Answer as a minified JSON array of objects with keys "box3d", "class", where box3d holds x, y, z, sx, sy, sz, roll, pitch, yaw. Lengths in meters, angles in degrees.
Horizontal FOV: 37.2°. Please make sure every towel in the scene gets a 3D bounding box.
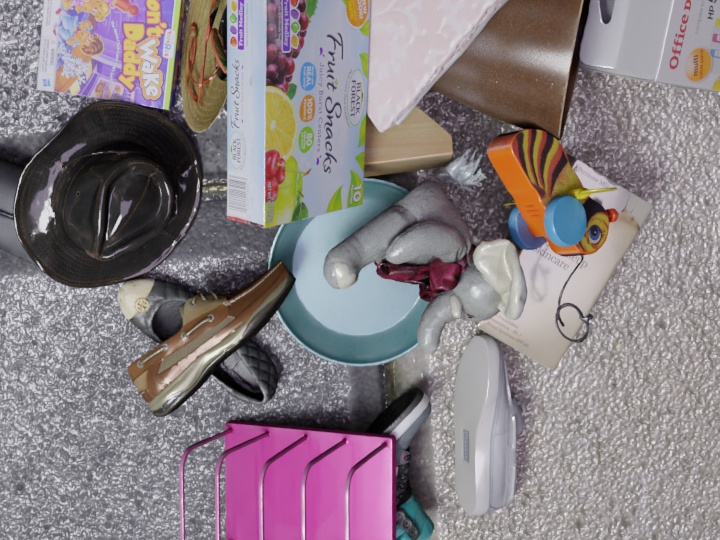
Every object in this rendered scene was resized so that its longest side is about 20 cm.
[{"box3d":[0.030,-0.261,0.969,0.200,0.032,0.192,-44,74,35],"class":"towel"}]

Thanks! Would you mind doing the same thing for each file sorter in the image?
[{"box3d":[-0.076,0.244,1.099,0.197,0.125,0.142,2,95,22],"class":"file sorter"}]

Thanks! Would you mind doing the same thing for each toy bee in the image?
[{"box3d":[0.195,-0.053,1.036,0.108,0.130,0.203,-33,127,-32],"class":"toy bee"}]

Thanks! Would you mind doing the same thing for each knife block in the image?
[{"box3d":[-0.029,-0.117,1.070,0.199,0.064,0.176,39,89,6],"class":"knife block"}]

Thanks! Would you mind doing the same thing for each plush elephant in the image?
[{"box3d":[0.076,0.001,1.039,0.199,0.165,0.156,-36,90,-7],"class":"plush elephant"}]

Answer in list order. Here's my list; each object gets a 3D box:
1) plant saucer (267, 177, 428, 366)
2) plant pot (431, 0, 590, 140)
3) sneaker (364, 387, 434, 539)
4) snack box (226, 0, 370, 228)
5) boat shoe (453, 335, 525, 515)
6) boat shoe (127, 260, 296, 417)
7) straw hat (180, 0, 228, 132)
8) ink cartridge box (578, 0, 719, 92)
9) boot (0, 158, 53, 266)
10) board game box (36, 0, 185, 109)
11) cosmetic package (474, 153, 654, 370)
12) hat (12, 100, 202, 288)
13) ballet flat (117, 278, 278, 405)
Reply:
[{"box3d":[0.000,0.000,1.138,0.196,0.036,0.204,-1,102,-4],"class":"plant saucer"},{"box3d":[0.114,-0.237,1.029,0.197,0.187,0.190,12,103,11],"class":"plant pot"},{"box3d":[0.042,0.235,1.168,0.120,0.084,0.201,37,106,-5],"class":"sneaker"},{"box3d":[-0.054,-0.151,0.951,0.052,0.141,0.204,14,110,35],"class":"snack box"},{"box3d":[0.147,0.169,1.173,0.067,0.072,0.204,-4,97,-24],"class":"boat shoe"},{"box3d":[-0.153,0.057,1.083,0.200,0.076,0.074,-44,87,-7],"class":"boat shoe"},{"box3d":[-0.104,-0.223,1.021,0.084,0.201,0.204,6,104,-25],"class":"straw hat"},{"box3d":[0.313,-0.241,1.025,0.197,0.125,0.131,2,105,-25],"class":"ink cartridge box"},{"box3d":[-0.379,-0.113,1.073,0.198,0.066,0.167,24,108,-5],"class":"boot"},{"box3d":[-0.240,-0.271,1.057,0.132,0.045,0.204,7,102,-5],"class":"board game box"},{"box3d":[0.208,-0.011,1.129,0.102,0.073,0.202,27,101,-8],"class":"cosmetic package"},{"box3d":[-0.237,-0.060,1.058,0.198,0.081,0.204,-13,119,-25],"class":"hat"},{"box3d":[-0.169,0.072,1.133,0.199,0.057,0.067,34,98,-10],"class":"ballet flat"}]
